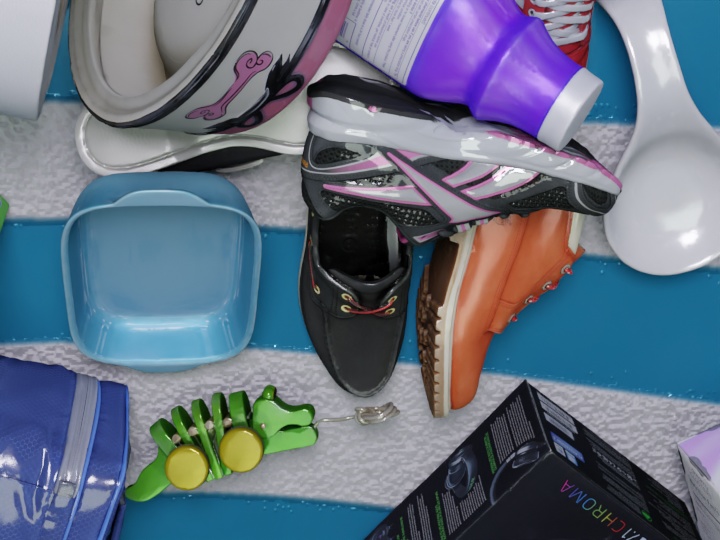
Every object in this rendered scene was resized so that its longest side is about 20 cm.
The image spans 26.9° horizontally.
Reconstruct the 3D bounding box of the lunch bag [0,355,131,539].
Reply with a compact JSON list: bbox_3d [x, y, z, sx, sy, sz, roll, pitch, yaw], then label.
[{"bbox_3d":[-0.224,0.166,1.003,0.131,0.136,0.201,16,116,-13],"label":"lunch bag"}]

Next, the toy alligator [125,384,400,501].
[{"bbox_3d":[-0.075,0.104,1.030,0.198,0.059,0.055,-19,94,5],"label":"toy alligator"}]

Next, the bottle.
[{"bbox_3d":[0.044,-0.142,0.862,0.199,0.065,0.084,35,125,11],"label":"bottle"}]

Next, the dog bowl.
[{"bbox_3d":[-0.077,-0.164,0.822,0.073,0.201,0.201,19,116,-39],"label":"dog bowl"}]

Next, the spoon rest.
[{"bbox_3d":[0.191,-0.083,0.956,0.099,0.061,0.201,-17,117,4],"label":"spoon rest"}]

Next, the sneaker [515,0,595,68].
[{"bbox_3d":[0.122,-0.169,0.871,0.071,0.113,0.202,-14,119,-16],"label":"sneaker"}]

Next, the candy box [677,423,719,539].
[{"bbox_3d":[0.334,0.183,1.084,0.167,0.072,0.201,-23,118,-6],"label":"candy box"}]

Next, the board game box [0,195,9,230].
[{"bbox_3d":[-0.308,0.035,0.929,0.199,0.135,0.029,-36,115,12],"label":"board game box"}]

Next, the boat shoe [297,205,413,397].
[{"bbox_3d":[-0.003,0.000,0.981,0.073,0.063,0.203,-4,119,-6],"label":"boat shoe"}]

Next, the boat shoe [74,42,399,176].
[{"bbox_3d":[-0.074,-0.096,0.926,0.198,0.060,0.075,-16,92,1],"label":"boat shoe"}]

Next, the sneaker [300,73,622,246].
[{"bbox_3d":[0.053,-0.054,0.899,0.198,0.080,0.087,12,111,-13],"label":"sneaker"}]

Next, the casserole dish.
[{"bbox_3d":[-0.125,-0.002,0.944,0.120,0.039,0.201,-1,146,-8],"label":"casserole dish"}]

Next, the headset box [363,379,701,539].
[{"bbox_3d":[0.118,0.213,1.083,0.174,0.093,0.200,38,109,-21],"label":"headset box"}]

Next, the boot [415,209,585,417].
[{"bbox_3d":[0.093,0.010,0.990,0.106,0.075,0.202,4,116,-12],"label":"boot"}]

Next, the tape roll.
[{"bbox_3d":[-0.183,-0.183,0.792,0.070,0.203,0.204,11,116,-12],"label":"tape roll"}]
